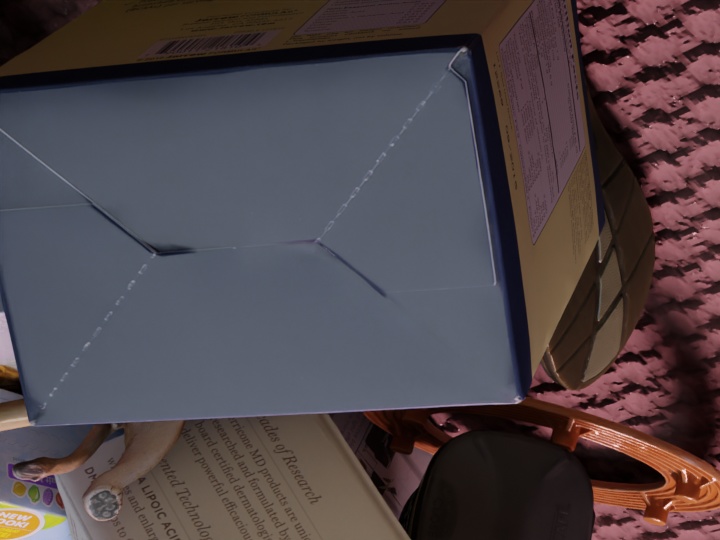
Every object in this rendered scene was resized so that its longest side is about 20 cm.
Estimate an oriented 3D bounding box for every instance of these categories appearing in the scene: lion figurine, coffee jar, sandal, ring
[{"bbox_3d":[-0.060,0.041,1.014,0.199,0.123,0.073,-18,105,2],"label":"lion figurine"},{"bbox_3d":[0.061,0.143,1.114,0.085,0.105,0.200,12,165,-1],"label":"coffee jar"},{"bbox_3d":[0.079,-0.038,1.026,0.054,0.082,0.201,18,141,53],"label":"sandal"},{"bbox_3d":[0.095,0.099,1.157,0.199,0.019,0.201,15,165,4],"label":"ring"}]

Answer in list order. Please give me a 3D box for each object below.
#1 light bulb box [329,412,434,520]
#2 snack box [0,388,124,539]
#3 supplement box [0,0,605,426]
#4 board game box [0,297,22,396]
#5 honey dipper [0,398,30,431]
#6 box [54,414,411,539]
[{"bbox_3d":[-0.038,0.159,1.296,0.197,0.125,0.200,-9,128,40],"label":"light bulb box"},{"bbox_3d":[-0.193,0.140,1.165,0.199,0.068,0.168,-28,147,33],"label":"snack box"},{"bbox_3d":[-0.019,-0.042,0.884,0.199,0.200,0.135,-3,109,17],"label":"supplement box"},{"bbox_3d":[-0.167,0.050,1.117,0.199,0.041,0.200,-7,152,-1],"label":"board game box"},{"bbox_3d":[-0.080,0.050,0.936,0.199,0.038,0.038,-12,134,4],"label":"honey dipper"},{"bbox_3d":[-0.041,0.195,1.058,0.200,0.130,0.200,54,157,39],"label":"box"}]
